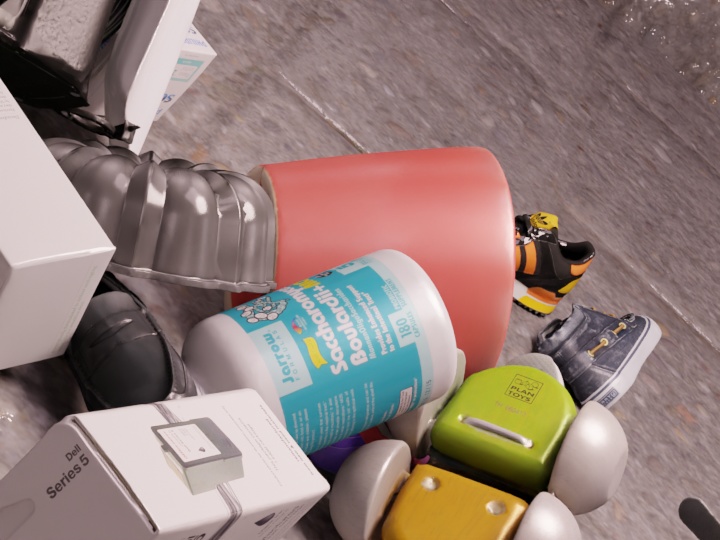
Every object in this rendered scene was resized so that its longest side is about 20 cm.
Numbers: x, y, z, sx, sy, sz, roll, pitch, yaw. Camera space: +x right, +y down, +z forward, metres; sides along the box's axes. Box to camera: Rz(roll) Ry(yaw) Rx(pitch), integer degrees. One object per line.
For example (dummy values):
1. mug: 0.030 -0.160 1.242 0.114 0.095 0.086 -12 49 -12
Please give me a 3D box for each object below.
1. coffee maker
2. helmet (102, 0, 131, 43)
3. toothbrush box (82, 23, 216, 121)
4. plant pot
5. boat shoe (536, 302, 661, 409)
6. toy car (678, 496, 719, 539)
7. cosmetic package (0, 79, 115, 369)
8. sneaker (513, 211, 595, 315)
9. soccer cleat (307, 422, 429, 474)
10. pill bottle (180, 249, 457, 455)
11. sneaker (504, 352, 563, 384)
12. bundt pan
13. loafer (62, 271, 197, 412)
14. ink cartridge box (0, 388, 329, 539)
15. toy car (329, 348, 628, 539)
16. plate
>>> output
1. coffee maker: -0.210 -0.223 1.657 0.134 0.201 0.192 13 -17 29
2. helmet: -0.255 -0.244 1.801 0.199 0.191 0.200 21 -8 3
3. toothbrush box: -0.234 -0.223 1.971 0.200 0.085 0.146 53 22 19
4. plant pot: 0.000 0.000 1.803 0.177 0.201 0.201 5 35 -19
5. boat shoe: 0.227 0.063 2.309 0.091 0.071 0.200 47 22 -2
6. toy car: 0.293 0.276 1.905 0.158 0.164 0.200 17 23 -51
7. cosmetic package: -0.251 -0.044 1.525 0.085 0.108 0.200 -13 57 -42
8. sneaker: 0.141 -0.031 2.303 0.200 0.090 0.070 27 26 -40
9. soccer cleat: 0.035 0.145 1.790 0.200 0.068 0.073 17 40 -55
10. pill bottle: -0.043 0.067 1.617 0.200 0.111 0.111 -22 60 -24
11. sneaker: 0.123 0.163 1.823 0.080 0.070 0.201 30 64 -61
12. bundt pan: -0.149 -0.042 1.644 0.201 0.076 0.202 11 4 -1
13. loafer: -0.159 0.050 1.543 0.071 0.068 0.201 61 -7 -31
14. ink cartridge box: -0.130 0.146 1.344 0.084 0.146 0.200 51 21 16
15. toy car: 0.085 0.164 1.709 0.175 0.150 0.200 19 55 18
16. plate: -0.152 -0.186 1.814 0.032 0.200 0.200 21 -15 0
